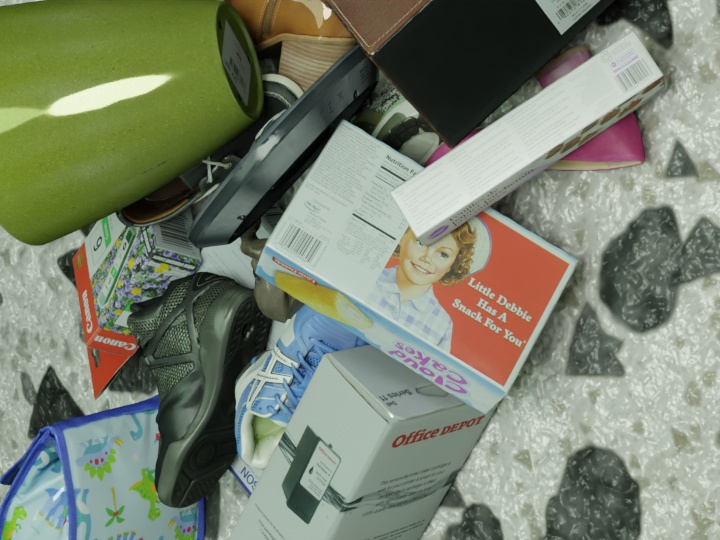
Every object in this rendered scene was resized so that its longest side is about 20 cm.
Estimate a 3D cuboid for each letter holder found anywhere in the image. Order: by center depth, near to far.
[{"bbox_3d":[0.085,-0.210,1.125,0.200,0.101,0.142,-42,35,6],"label":"letter holder"}]

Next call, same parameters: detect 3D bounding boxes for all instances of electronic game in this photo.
[{"bbox_3d":[-0.056,-0.093,1.208,0.042,0.200,0.200,43,124,0],"label":"electronic game"}]

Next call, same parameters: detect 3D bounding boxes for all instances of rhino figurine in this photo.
[{"bbox_3d":[0.000,0.000,1.261,0.198,0.060,0.088,-2,127,20],"label":"rhino figurine"}]

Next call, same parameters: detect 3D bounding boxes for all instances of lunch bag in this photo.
[{"bbox_3d":[-0.227,0.211,1.444,0.127,0.169,0.202,28,114,33],"label":"lunch bag"}]

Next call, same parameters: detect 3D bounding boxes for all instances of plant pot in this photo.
[{"bbox_3d":[-0.181,-0.133,1.250,0.198,0.187,0.189,-13,88,15],"label":"plant pot"}]

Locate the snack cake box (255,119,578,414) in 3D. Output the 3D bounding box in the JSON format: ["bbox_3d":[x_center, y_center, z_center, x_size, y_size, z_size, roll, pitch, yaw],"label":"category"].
[{"bbox_3d":[0.039,-0.003,1.167,0.199,0.116,0.067,31,159,1],"label":"snack cake box"}]

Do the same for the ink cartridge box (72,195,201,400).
[{"bbox_3d":[-0.217,0.011,1.461,0.200,0.050,0.110,-50,40,32],"label":"ink cartridge box"}]

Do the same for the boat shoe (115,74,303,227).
[{"bbox_3d":[-0.122,-0.093,1.329,0.199,0.068,0.072,-25,121,32],"label":"boat shoe"}]

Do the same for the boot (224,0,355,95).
[{"bbox_3d":[-0.082,-0.238,1.317,0.199,0.076,0.157,24,113,33],"label":"boot"}]

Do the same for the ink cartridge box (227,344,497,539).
[{"bbox_3d":[0.003,0.153,1.258,0.083,0.146,0.201,43,120,28],"label":"ink cartridge box"}]

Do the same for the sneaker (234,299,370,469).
[{"bbox_3d":[-0.039,0.082,1.257,0.077,0.075,0.200,-83,20,-43],"label":"sneaker"}]

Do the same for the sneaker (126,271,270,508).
[{"bbox_3d":[-0.148,0.093,1.371,0.114,0.076,0.201,26,110,37],"label":"sneaker"}]

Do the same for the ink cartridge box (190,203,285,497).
[{"bbox_3d":[-0.081,0.069,1.384,0.200,0.040,0.201,49,124,24],"label":"ink cartridge box"}]

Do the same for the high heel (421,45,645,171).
[{"bbox_3d":[0.115,-0.067,1.187,0.199,0.067,0.097,-37,67,26],"label":"high heel"}]

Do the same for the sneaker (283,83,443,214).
[{"bbox_3d":[0.010,-0.094,1.284,0.200,0.076,0.089,-38,41,39],"label":"sneaker"}]

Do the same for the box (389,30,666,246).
[{"bbox_3d":[0.114,-0.089,1.110,0.199,0.039,0.042,-34,75,7],"label":"box"}]
